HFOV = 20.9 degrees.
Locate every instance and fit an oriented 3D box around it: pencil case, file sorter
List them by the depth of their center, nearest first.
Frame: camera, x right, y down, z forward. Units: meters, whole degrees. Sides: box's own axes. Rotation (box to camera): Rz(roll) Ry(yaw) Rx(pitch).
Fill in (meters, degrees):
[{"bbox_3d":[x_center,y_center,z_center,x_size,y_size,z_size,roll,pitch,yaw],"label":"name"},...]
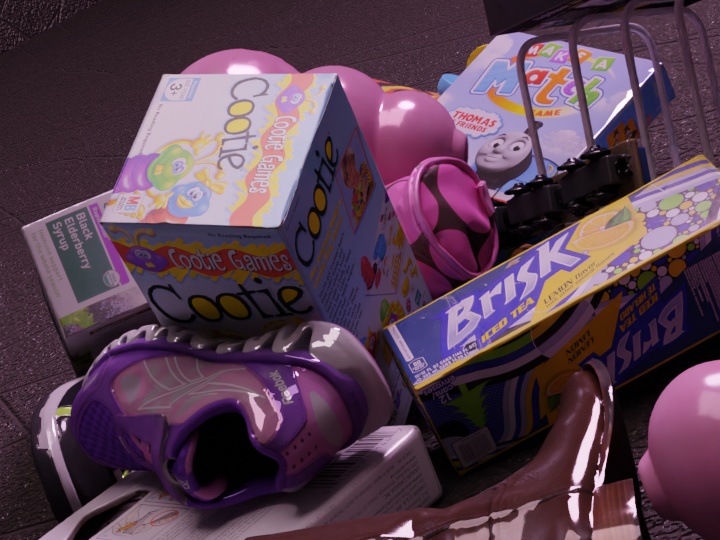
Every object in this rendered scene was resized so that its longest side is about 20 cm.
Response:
[{"bbox_3d":[0.210,-0.109,1.190,0.138,0.126,0.199,-12,-1,-38],"label":"file sorter"},{"bbox_3d":[0.000,0.000,1.195,0.199,0.091,0.093,-27,-8,42],"label":"pencil case"}]

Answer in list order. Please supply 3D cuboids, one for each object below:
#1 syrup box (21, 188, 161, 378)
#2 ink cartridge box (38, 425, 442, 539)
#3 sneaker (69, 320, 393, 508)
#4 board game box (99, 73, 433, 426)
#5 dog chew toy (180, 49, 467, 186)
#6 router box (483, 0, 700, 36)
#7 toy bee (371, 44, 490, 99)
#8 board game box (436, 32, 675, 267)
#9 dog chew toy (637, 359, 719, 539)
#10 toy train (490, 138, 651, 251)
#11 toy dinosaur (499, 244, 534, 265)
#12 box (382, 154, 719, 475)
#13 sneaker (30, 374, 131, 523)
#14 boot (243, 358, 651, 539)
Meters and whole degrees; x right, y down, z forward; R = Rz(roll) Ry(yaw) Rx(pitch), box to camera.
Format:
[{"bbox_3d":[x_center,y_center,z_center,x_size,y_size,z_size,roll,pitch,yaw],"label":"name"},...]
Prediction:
[{"bbox_3d":[-0.166,0.018,1.294,0.081,0.079,0.200,-23,-12,-8],"label":"syrup box"},{"bbox_3d":[-0.084,0.144,0.987,0.175,0.045,0.200,-5,22,44],"label":"ink cartridge box"},{"bbox_3d":[-0.083,0.080,0.989,0.199,0.081,0.089,-8,33,39],"label":"sneaker"},{"bbox_3d":[-0.042,0.000,1.043,0.102,0.201,0.105,3,52,23],"label":"board game box"},{"bbox_3d":[-0.030,-0.080,1.276,0.198,0.126,0.125,2,21,10],"label":"dog chew toy"},{"bbox_3d":[0.186,-0.196,1.174,0.156,0.053,0.200,-12,-2,-28],"label":"router box"},{"bbox_3d":[0.096,-0.105,1.460,0.199,0.132,0.109,-19,37,-32],"label":"toy bee"},{"bbox_3d":[0.096,-0.078,1.331,0.151,0.037,0.200,19,58,44],"label":"board game box"},{"bbox_3d":[0.208,0.050,0.798,0.199,0.125,0.125,-27,15,11],"label":"dog chew toy"},{"bbox_3d":[0.114,-0.039,1.142,0.045,0.034,0.200,-5,-8,-23],"label":"toy train"},{"bbox_3d":[0.107,0.000,1.184,0.106,0.061,0.200,-5,22,49],"label":"toy dinosaur"},{"bbox_3d":[0.117,0.023,1.030,0.199,0.065,0.070,-28,30,-1],"label":"box"},{"bbox_3d":[-0.135,0.085,1.198,0.082,0.072,0.200,-15,17,18],"label":"sneaker"},{"bbox_3d":[0.028,0.113,0.890,0.198,0.065,0.187,-15,19,9],"label":"boot"}]
